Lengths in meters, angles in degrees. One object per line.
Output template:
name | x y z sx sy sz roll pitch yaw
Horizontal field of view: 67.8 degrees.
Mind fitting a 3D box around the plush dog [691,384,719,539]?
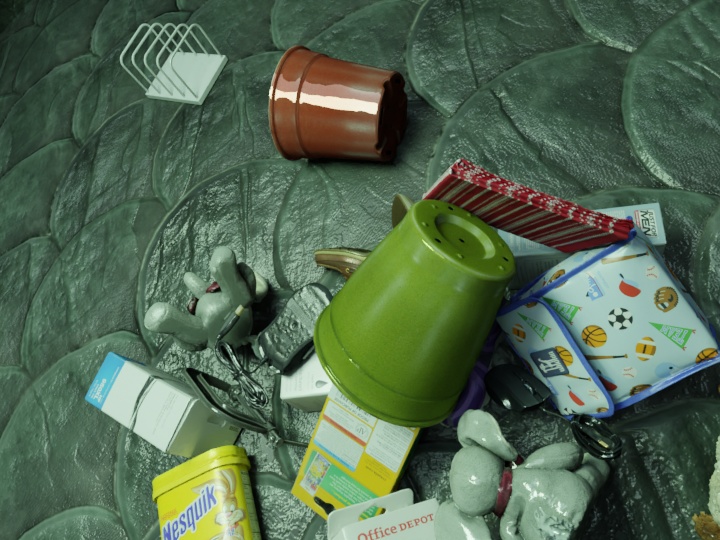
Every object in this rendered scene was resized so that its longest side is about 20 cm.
plush dog | 0.429 0.201 0.544 0.199 0.161 0.172 37 66 6

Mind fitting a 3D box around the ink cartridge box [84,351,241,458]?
ink cartridge box | -0.302 0.215 0.839 0.198 0.145 0.085 17 74 30

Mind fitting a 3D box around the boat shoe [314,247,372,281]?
boat shoe | 0.001 0.000 0.854 0.198 0.071 0.069 8 95 38

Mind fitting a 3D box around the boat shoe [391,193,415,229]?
boat shoe | 0.109 -0.046 0.841 0.064 0.073 0.201 -10 48 -23

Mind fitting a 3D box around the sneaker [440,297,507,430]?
sneaker | 0.145 0.112 0.728 0.080 0.083 0.203 13 72 29

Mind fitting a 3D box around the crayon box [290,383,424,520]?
crayon box | -0.002 0.237 0.701 0.125 0.051 0.203 28 109 20

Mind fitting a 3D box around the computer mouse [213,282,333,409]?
computer mouse | -0.124 0.087 0.784 0.140 0.046 0.201 40 96 25

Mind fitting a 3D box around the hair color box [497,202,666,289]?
hair color box | 0.292 -0.028 0.722 0.197 0.099 0.062 -4 62 22

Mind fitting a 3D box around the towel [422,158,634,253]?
towel | 0.174 -0.065 0.590 0.197 0.145 0.023 19 84 -3

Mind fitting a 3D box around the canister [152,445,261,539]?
canister | -0.210 0.375 0.754 0.147 0.087 0.202 -28 59 9

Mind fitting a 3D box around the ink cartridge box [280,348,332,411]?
ink cartridge box | -0.010 0.119 0.793 0.197 0.083 0.149 -11 60 19

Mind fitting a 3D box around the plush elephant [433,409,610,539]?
plush elephant | 0.166 0.248 0.591 0.153 0.200 0.167 21 82 34

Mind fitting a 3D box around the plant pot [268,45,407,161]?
plant pot | -0.029 -0.282 0.951 0.192 0.201 0.204 14 71 20

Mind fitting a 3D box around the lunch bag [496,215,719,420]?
lunch bag | 0.278 0.068 0.632 0.199 0.123 0.171 -37 85 30

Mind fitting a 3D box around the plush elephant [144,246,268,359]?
plush elephant | -0.235 0.057 0.884 0.165 0.200 0.154 -49 33 -7

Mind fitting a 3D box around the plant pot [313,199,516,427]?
plant pot | 0.073 0.034 0.609 0.201 0.198 0.194 54 130 34

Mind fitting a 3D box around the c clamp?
c clamp | -0.181 0.207 0.804 0.199 0.170 0.027 27 86 46

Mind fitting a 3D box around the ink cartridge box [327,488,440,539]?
ink cartridge box | 0.039 0.364 0.596 0.127 0.126 0.202 -2 51 -27

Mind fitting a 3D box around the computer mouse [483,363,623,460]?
computer mouse | 0.215 0.153 0.621 0.058 0.035 0.199 -17 20 -25

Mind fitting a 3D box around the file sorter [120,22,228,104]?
file sorter | -0.450 -0.502 1.280 0.197 0.125 0.140 16 71 30
